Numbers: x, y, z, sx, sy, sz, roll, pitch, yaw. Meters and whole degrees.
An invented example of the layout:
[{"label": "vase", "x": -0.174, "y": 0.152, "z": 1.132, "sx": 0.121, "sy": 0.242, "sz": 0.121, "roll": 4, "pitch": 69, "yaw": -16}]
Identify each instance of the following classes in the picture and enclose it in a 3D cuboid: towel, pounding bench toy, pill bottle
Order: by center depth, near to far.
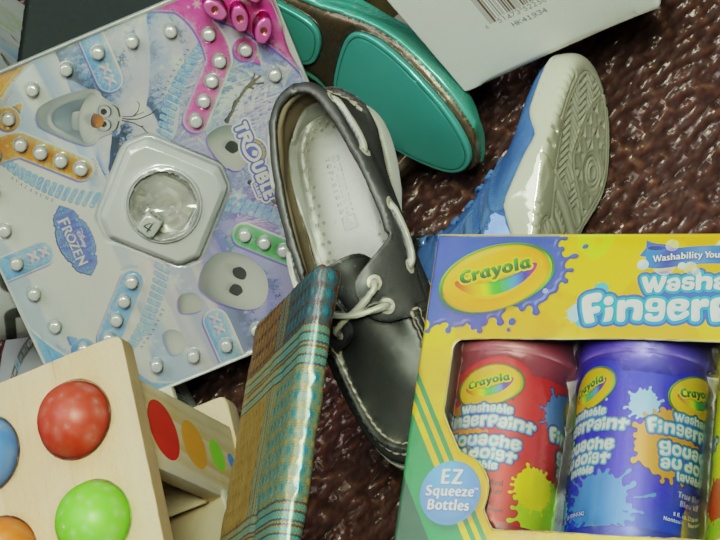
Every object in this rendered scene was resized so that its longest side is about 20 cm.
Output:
[{"label": "towel", "x": -0.043, "y": 0.109, "z": 0.918, "sx": 0.147, "sy": 0.021, "sz": 0.202, "roll": 141, "pitch": 139, "yaw": -71}, {"label": "pounding bench toy", "x": -0.130, "y": 0.161, "z": 1.008, "sx": 0.123, "sy": 0.156, "sz": 0.202, "roll": -22, "pitch": 66, "yaw": 15}, {"label": "pill bottle", "x": -0.180, "y": -0.021, "z": 1.137, "sx": 0.198, "sy": 0.116, "sz": 0.117, "roll": -7, "pitch": 51, "yaw": -11}]

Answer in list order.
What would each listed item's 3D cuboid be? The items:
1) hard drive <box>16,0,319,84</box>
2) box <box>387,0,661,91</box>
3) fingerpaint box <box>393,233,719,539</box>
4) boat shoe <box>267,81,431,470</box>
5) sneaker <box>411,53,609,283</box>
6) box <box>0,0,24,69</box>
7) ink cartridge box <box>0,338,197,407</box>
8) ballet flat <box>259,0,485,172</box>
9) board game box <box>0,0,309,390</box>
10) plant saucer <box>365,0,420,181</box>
[{"label": "hard drive", "x": -0.099, "y": -0.149, "z": 1.141, "sx": 0.198, "sy": 0.033, "sz": 0.141, "roll": 1, "pitch": 62, "yaw": 3}, {"label": "box", "x": 0.091, "y": -0.215, "z": 1.042, "sx": 0.124, "sy": 0.097, "sz": 0.201, "roll": -21, "pitch": 39, "yaw": 33}, {"label": "fingerpaint box", "x": 0.125, "y": 0.072, "z": 0.864, "sx": 0.198, "sy": 0.073, "sz": 0.168, "roll": 1, "pitch": 67, "yaw": 22}, {"label": "boat shoe", "x": 0.000, "y": 0.000, "z": 0.959, "sx": 0.073, "sy": 0.060, "sz": 0.202, "roll": -19, "pitch": 72, "yaw": 21}, {"label": "sneaker", "x": 0.059, "y": -0.020, "z": 1.014, "sx": 0.110, "sy": 0.077, "sz": 0.202, "roll": 5, "pitch": 78, "yaw": 34}, {"label": "box", "x": -0.242, "y": -0.102, "z": 1.248, "sx": 0.097, "sy": 0.200, "sz": 0.177, "roll": -42, "pitch": 45, "yaw": 15}, {"label": "ink cartridge box", "x": -0.197, "y": 0.108, "z": 1.201, "sx": 0.200, "sy": 0.047, "sz": 0.160, "roll": -45, "pitch": 45, "yaw": 11}, {"label": "ballet flat", "x": -0.004, "y": -0.131, "z": 1.075, "sx": 0.199, "sy": 0.068, "sz": 0.070, "roll": 32, "pitch": 50, "yaw": 10}, {"label": "board game box", "x": -0.108, "y": -0.036, "z": 1.059, "sx": 0.198, "sy": 0.201, "sz": 0.026, "roll": -22, "pitch": 16, "yaw": 3}, {"label": "plant saucer", "x": -0.006, "y": -0.118, "z": 1.163, "sx": 0.199, "sy": 0.029, "sz": 0.202, "roll": -21, "pitch": 56, "yaw": 34}]
